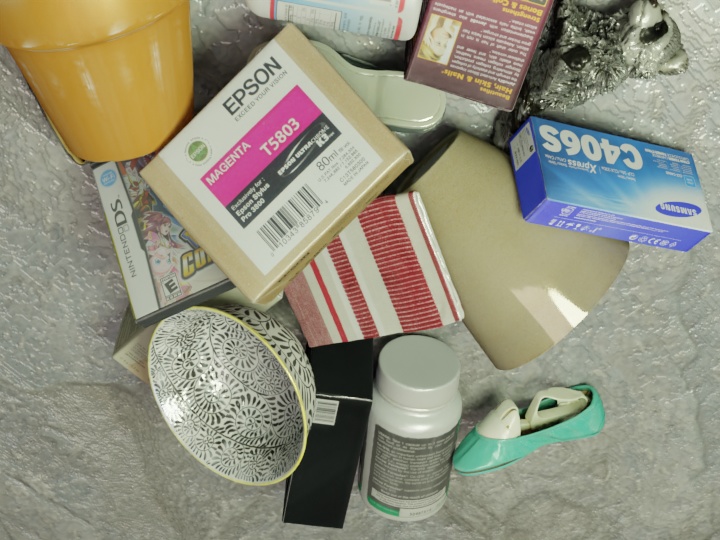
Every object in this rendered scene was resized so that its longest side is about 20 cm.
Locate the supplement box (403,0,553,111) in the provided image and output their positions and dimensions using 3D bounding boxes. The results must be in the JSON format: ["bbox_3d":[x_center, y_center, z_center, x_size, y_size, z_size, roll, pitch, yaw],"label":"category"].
[{"bbox_3d":[0.117,-0.263,1.060,0.109,0.086,0.202,14,124,-7],"label":"supplement box"}]

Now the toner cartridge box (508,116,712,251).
[{"bbox_3d":[0.244,-0.082,1.134,0.197,0.096,0.043,8,149,-25],"label":"toner cartridge box"}]

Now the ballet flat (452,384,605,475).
[{"bbox_3d":[0.191,0.174,1.347,0.197,0.067,0.071,-15,115,-16],"label":"ballet flat"}]

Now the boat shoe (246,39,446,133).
[{"bbox_3d":[-0.014,-0.174,1.138,0.197,0.062,0.074,13,88,5],"label":"boat shoe"}]

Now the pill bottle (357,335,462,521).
[{"bbox_3d":[0.058,0.183,1.355,0.111,0.114,0.202,5,126,0],"label":"pill bottle"}]

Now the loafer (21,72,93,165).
[{"bbox_3d":[-0.296,-0.197,1.139,0.072,0.073,0.202,-17,121,16],"label":"loafer"}]

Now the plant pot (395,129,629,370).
[{"bbox_3d":[0.136,-0.038,1.174,0.200,0.188,0.187,45,117,-9],"label":"plant pot"}]

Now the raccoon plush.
[{"bbox_3d":[0.223,-0.190,1.128,0.132,0.098,0.200,6,156,-17],"label":"raccoon plush"}]

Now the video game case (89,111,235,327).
[{"bbox_3d":[-0.155,-0.065,1.152,0.198,0.183,0.026,-23,159,7],"label":"video game case"}]

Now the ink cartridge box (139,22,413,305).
[{"bbox_3d":[-0.076,-0.095,1.071,0.200,0.075,0.165,-44,85,3],"label":"ink cartridge box"}]

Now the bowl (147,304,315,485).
[{"bbox_3d":[-0.115,0.109,1.203,0.198,0.094,0.204,15,121,26],"label":"bowl"}]

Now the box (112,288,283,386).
[{"bbox_3d":[-0.175,0.035,1.280,0.199,0.096,0.078,-37,117,26],"label":"box"}]

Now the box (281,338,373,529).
[{"bbox_3d":[-0.037,0.172,1.336,0.078,0.142,0.202,7,125,-7],"label":"box"}]

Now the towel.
[{"bbox_3d":[0.000,0.000,1.178,0.198,0.023,0.146,-10,111,36],"label":"towel"}]

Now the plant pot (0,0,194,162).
[{"bbox_3d":[-0.231,-0.209,1.052,0.197,0.201,0.185,-6,126,7],"label":"plant pot"}]

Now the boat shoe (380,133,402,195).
[{"bbox_3d":[-0.007,-0.065,1.213,0.059,0.072,0.200,33,125,-14],"label":"boat shoe"}]

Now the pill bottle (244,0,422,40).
[{"bbox_3d":[-0.040,-0.276,1.047,0.197,0.109,0.110,9,125,-3],"label":"pill bottle"}]
